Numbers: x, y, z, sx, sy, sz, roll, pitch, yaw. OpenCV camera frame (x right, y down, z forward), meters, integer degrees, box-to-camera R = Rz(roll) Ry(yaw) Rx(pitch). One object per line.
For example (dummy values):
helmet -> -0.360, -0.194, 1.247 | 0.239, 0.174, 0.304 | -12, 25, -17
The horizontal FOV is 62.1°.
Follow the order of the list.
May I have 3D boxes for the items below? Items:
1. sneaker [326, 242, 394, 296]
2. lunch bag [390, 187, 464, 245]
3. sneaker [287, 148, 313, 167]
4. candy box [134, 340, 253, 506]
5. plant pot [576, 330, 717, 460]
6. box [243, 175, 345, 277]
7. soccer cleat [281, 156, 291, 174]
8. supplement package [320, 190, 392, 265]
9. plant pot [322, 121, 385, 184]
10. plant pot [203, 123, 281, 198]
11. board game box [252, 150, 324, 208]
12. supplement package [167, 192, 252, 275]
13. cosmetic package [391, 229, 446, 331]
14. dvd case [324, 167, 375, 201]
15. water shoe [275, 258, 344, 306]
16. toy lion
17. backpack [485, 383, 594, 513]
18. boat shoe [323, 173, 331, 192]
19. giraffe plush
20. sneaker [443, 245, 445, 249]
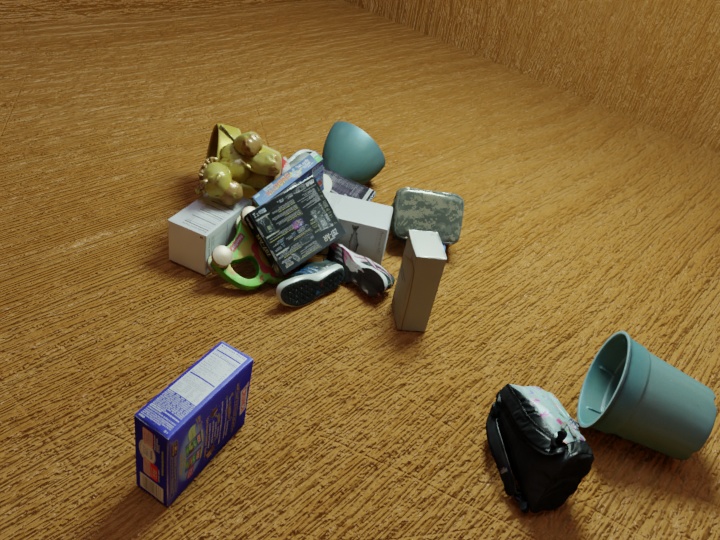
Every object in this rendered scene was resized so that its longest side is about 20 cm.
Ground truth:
sneaker -> 0.000, 0.000, 1.457 | 0.199, 0.082, 0.085 | 37, 24, 28
lunch bag -> 0.175, -0.145, 1.628 | 0.194, 0.144, 0.168 | 6, 5, -6
sneaker -> -0.199, -0.304, 1.811 | 0.079, 0.075, 0.198 | 41, 51, 22
candy box -> -0.264, 0.240, 0.960 | 0.076, 0.172, 0.200 | 27, 37, 17
plant pot -> 0.557, 0.252, 1.160 | 0.192, 0.204, 0.201 | 24, 37, 6
box -> -0.150, -0.105, 1.400 | 0.198, 0.043, 0.163 | -35, 98, -30
soccer cleat -> -0.191, -0.238, 1.685 | 0.082, 0.069, 0.204 | -7, 56, -6
supplement package -> -0.024, -0.108, 1.543 | 0.194, 0.119, 0.118 | 13, 35, 4
plant pot -> -0.041, -0.323, 1.795 | 0.197, 0.201, 0.136 | 28, 72, 23
plant pot -> -0.322, -0.280, 1.643 | 0.184, 0.204, 0.203 | 10, 33, -25
board game box -> -0.174, -0.192, 1.482 | 0.199, 0.136, 0.034 | -40, 72, -19
supplement package -> -0.360, -0.100, 1.443 | 0.107, 0.116, 0.201 | 21, 36, 13
cosmetic package -> 0.127, 0.025, 1.330 | 0.071, 0.204, 0.105 | 4, 35, -10
dvd case -> -0.075, -0.203, 1.689 | 0.196, 0.016, 0.150 | 26, 67, 22
water shoe -> -0.127, 0.026, 1.383 | 0.197, 0.073, 0.078 | -17, 34, -42
toy lion -> -0.231, -0.036, 1.396 | 0.190, 0.068, 0.202 | 38, 58, -12
backpack -> 0.312, 0.301, 1.065 | 0.124, 0.170, 0.202 | 15, 27, -28
boat shoe -> -0.157, -0.182, 1.594 | 0.073, 0.062, 0.200 | 47, 72, -13
giraffe plush -> -0.306, -0.231, 1.422 | 0.198, 0.173, 0.164 | 34, 59, 4
sneaker -> 0.161, -0.012, 1.504 | 0.076, 0.071, 0.201 | 21, 37, 6
